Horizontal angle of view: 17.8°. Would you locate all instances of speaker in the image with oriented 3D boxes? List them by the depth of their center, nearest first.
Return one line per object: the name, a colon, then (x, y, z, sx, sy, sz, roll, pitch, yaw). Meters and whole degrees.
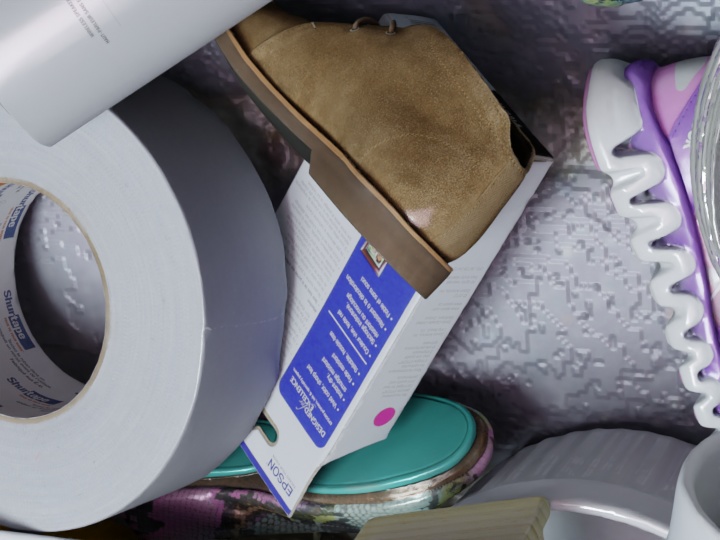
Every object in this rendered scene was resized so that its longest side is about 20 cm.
speaker: (-0.063, -0.133, 0.891, 0.200, 0.081, 0.081, -33, 98, 6)

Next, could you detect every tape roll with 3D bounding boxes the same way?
tape roll: (-0.131, 0.008, 0.996, 0.200, 0.066, 0.201, 6, 102, 30)

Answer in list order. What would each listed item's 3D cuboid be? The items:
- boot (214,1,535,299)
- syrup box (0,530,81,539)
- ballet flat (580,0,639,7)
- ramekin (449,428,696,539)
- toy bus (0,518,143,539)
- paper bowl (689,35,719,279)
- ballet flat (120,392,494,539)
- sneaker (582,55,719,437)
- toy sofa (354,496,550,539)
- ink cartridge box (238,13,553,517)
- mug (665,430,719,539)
boot: (0.000, -0.072, 0.910, 0.075, 0.200, 0.074, -45, 136, 3)
syrup box: (-0.097, 0.160, 1.003, 0.199, 0.081, 0.079, 5, 83, 8)
ballet flat: (0.114, -0.196, 0.854, 0.074, 0.074, 0.200, 13, 118, 15)
ramekin: (0.108, 0.163, 0.981, 0.200, 0.105, 0.201, 8, 115, 18)
toy bus: (-0.154, 0.146, 1.087, 0.200, 0.065, 0.078, 24, 90, 10)
paper bowl: (0.222, -0.036, 0.815, 0.200, 0.104, 0.201, 0, 102, 0)
ballet flat: (-0.023, 0.097, 1.032, 0.200, 0.069, 0.071, -6, 128, 27)
sneaker: (0.160, -0.001, 0.910, 0.088, 0.081, 0.201, -19, 105, 16)
toy sofa: (0.050, 0.198, 0.903, 0.083, 0.098, 0.200, -10, 108, 25)
ink cartridge box: (0.000, 0.000, 0.965, 0.095, 0.037, 0.200, 53, 125, 35)
mug: (0.198, 0.166, 0.817, 0.199, 0.148, 0.176, 9, 112, 6)
